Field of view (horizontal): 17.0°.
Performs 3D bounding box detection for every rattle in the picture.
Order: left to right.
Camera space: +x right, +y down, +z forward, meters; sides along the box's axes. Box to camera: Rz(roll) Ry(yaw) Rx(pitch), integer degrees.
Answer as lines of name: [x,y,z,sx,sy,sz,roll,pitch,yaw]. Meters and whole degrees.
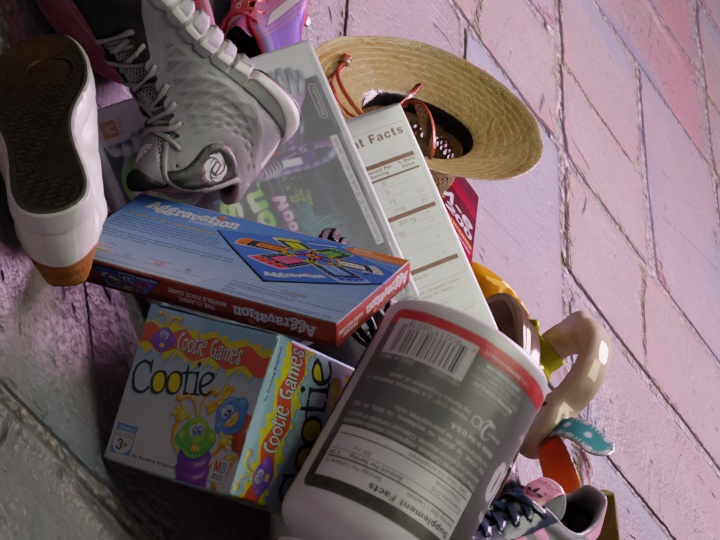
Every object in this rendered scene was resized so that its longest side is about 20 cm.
rattle: [0.135,0.084,2.001,0.143,0.130,0.200,59,24,-25]

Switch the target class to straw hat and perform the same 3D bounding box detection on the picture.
straw hat: [0.037,-0.100,1.913,0.201,0.085,0.201,18,33,-12]

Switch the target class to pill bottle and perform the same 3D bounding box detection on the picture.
pill bottle: [0.023,0.129,1.470,0.114,0.114,0.200,45,66,-39]

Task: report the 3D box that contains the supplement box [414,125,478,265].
supplement box: [0.041,-0.032,1.995,0.109,0.061,0.200,52,25,-26]

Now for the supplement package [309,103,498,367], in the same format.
supplement package: [0.000,0.000,1.745,0.117,0.117,0.200,-21,84,-23]

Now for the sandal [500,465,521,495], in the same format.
sandal: [0.109,0.159,1.924,0.200,0.048,0.076,-15,86,-76]

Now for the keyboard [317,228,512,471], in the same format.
keyboard: [0.034,0.056,1.599,0.200,0.021,0.127,49,16,-5]

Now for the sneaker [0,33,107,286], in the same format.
sneaker: [-0.199,-0.068,1.522,0.200,0.073,0.085,-99,-178,-48]

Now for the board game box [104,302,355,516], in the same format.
board game box: [-0.055,0.102,1.545,0.200,0.105,0.103,27,78,-56]

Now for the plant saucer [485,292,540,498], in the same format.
plant saucer: [0.083,0.114,1.777,0.029,0.200,0.200,21,38,-14]

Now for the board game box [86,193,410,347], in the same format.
board game box: [-0.080,-0.002,1.526,0.103,0.200,0.019,-41,139,-52]

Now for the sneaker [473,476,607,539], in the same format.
sneaker: [0.097,0.175,1.668,0.070,0.082,0.200,42,19,32]

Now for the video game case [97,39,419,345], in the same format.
video game case: [-0.076,-0.041,1.649,0.182,0.023,0.200,-21,85,-24]

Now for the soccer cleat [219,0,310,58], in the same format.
soccer cleat: [-0.081,-0.196,1.897,0.076,0.067,0.200,36,39,-42]

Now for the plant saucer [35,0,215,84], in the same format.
plant saucer: [-0.179,-0.208,1.696,0.201,0.051,0.201,48,24,-30]

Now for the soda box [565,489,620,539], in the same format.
soda box: [0.173,0.273,1.869,0.064,0.068,0.201,117,-33,-88]

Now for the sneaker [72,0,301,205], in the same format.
sneaker: [-0.136,-0.114,1.580,0.200,0.075,0.116,38,72,-24]
